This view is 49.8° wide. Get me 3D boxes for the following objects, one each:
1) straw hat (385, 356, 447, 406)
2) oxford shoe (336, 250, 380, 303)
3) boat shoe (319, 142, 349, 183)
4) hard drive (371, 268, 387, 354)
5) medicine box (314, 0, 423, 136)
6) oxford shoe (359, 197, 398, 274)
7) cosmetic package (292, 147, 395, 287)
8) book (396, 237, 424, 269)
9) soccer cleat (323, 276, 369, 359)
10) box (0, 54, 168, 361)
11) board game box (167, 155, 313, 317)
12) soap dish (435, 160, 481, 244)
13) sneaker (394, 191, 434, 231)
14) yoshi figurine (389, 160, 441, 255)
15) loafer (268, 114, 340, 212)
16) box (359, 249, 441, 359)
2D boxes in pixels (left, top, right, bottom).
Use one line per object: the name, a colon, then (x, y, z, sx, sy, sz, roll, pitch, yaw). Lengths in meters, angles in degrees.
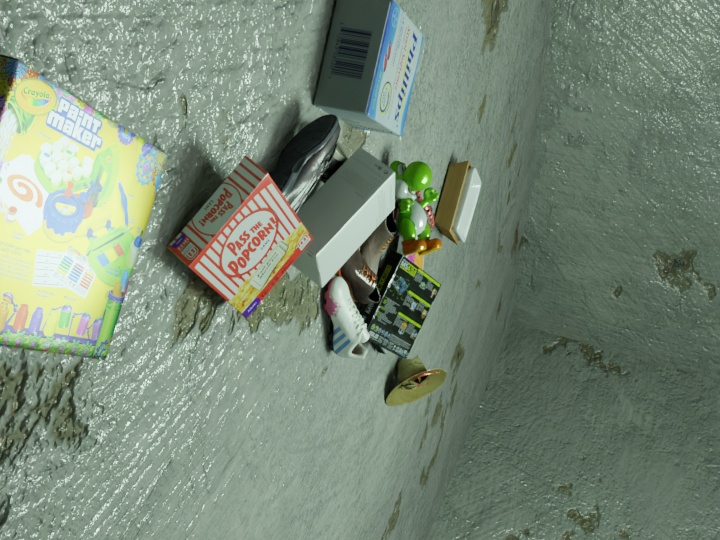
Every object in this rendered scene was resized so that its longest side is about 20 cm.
straw hat: (0.141, 0.283, 2.117, 0.086, 0.197, 0.202, 64, 1, 27)
oxford shoe: (0.000, 0.000, 1.537, 0.201, 0.071, 0.072, 71, 39, -58)
boat shoe: (-0.053, -0.182, 1.312, 0.062, 0.074, 0.200, -32, 168, 7)
hard drive: (0.052, 0.099, 1.821, 0.201, 0.032, 0.143, 61, 46, -64)
medicine box: (0.019, -0.341, 1.307, 0.199, 0.101, 0.187, 1, 102, -70)
oxford shoe: (0.036, -0.063, 1.595, 0.071, 0.071, 0.205, -42, 142, -57)
cosmetic package: (-0.032, -0.086, 1.265, 0.200, 0.084, 0.108, -46, 159, -22)
book: (0.118, -0.035, 1.845, 0.134, 0.047, 0.205, 60, 36, -58)
soccer cleat: (-0.021, 0.095, 1.524, 0.203, 0.084, 0.070, 85, 27, -43)
box: (-0.278, -0.046, 0.624, 0.200, 0.119, 0.198, 34, 72, -70)
board game box: (-0.153, -0.038, 1.036, 0.152, 0.046, 0.200, -51, 156, -8)
soap dish: (0.273, -0.190, 2.181, 0.157, 0.079, 0.205, 37, 68, -70)
sneaker: (0.109, -0.133, 1.737, 0.099, 0.069, 0.202, -61, 144, -24)
yoshi figurine: (0.118, -0.140, 1.607, 0.113, 0.109, 0.205, 111, -35, -78)
loafer: (-0.088, -0.150, 1.168, 0.202, 0.071, 0.064, -56, 136, -28)
box: (0.084, 0.080, 1.726, 0.199, 0.047, 0.197, 31, 81, -53)
